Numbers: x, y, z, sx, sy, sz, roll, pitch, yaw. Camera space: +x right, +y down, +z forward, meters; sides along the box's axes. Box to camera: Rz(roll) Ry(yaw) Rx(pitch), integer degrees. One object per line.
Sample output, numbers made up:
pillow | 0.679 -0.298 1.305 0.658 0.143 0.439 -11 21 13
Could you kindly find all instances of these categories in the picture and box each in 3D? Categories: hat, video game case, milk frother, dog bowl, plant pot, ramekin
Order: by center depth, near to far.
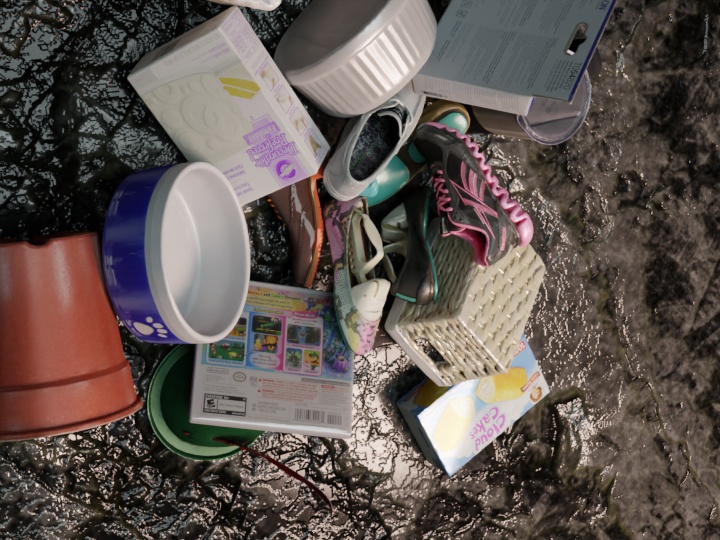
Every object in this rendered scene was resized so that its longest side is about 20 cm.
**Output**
plant pot | -0.345 0.062 1.127 0.198 0.200 0.198 -8 96 -26
dog bowl | -0.203 -0.018 1.177 0.200 0.078 0.203 -4 90 -68
ramekin | 0.000 -0.269 1.230 0.203 0.202 0.094 -49 120 -11
hat | -0.138 0.179 1.258 0.198 0.176 0.168 10 96 -29
video game case | -0.104 0.105 1.275 0.197 0.024 0.184 8 65 -14
milk frother | 0.186 -0.278 1.332 0.200 0.188 0.181 44 78 -27

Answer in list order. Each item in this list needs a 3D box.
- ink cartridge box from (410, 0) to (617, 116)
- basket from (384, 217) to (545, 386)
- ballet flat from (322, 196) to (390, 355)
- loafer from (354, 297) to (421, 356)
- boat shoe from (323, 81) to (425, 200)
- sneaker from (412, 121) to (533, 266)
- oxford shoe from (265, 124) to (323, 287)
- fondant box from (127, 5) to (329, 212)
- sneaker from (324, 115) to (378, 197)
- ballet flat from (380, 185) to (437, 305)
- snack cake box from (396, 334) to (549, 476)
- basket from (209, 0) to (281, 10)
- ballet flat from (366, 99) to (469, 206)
ink cartridge box | 0.185 -0.270 1.228 0.201 0.198 0.041 -61 152 -28
basket | 0.143 0.032 1.370 0.136 0.122 0.201 46 52 -28
ballet flat | 0.000 0.000 1.292 0.069 0.071 0.203 8 68 -52
loafer | -0.001 0.070 1.379 0.198 0.073 0.072 -12 96 -31
boat shoe | 0.030 -0.167 1.230 0.070 0.071 0.202 40 66 -16
sneaker | 0.123 -0.090 1.285 0.095 0.079 0.201 -40 92 -18
oxford shoe | -0.084 -0.079 1.307 0.071 0.071 0.203 -2 95 -10
fondant box | -0.149 -0.180 1.199 0.201 0.143 0.059 54 34 -26
sneaker | 0.020 -0.183 1.306 0.079 0.077 0.202 24 74 -8
ballet flat | 0.060 -0.040 1.338 0.067 0.201 0.069 2 133 -2
snack cake box | 0.162 0.180 1.482 0.199 0.067 0.116 -37 114 -17
basket | -0.180 -0.400 1.127 0.196 0.160 0.203 11 94 -29
ballet flat | 0.053 -0.152 1.356 0.199 0.063 0.069 -34 127 3
